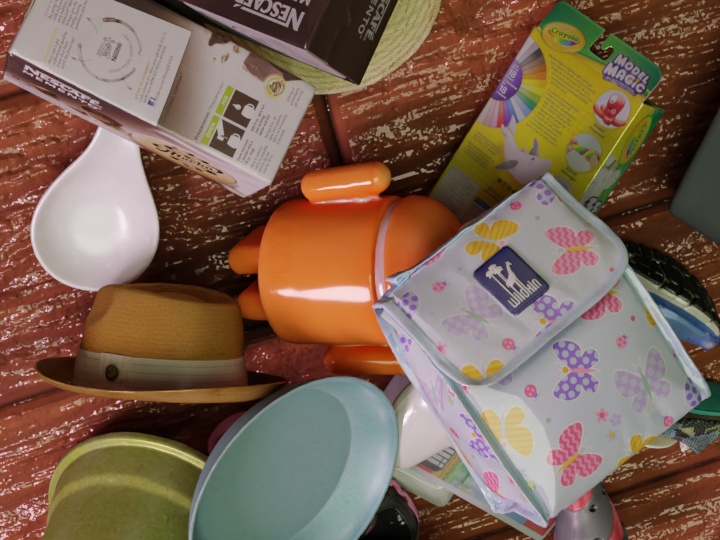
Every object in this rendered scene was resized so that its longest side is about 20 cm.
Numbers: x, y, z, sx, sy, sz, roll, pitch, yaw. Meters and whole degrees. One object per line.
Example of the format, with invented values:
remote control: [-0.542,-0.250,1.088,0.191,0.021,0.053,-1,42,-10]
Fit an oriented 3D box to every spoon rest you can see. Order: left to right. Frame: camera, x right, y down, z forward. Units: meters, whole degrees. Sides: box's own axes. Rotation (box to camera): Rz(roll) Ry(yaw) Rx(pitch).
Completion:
spoon rest: [-0.195,-0.075,1.347,0.099,0.061,0.201,10,109,-11]

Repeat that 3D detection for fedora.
fedora: [-0.151,0.053,1.347,0.199,0.201,0.082,3,92,-9]

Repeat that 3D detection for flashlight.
flashlight: [0.173,0.175,1.465,0.068,0.068,0.201,-28,123,-8]

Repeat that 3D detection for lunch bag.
lunch bag: [0.124,0.055,1.265,0.169,0.127,0.201,-34,97,-15]

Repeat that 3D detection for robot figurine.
robot figurine: [0.000,0.002,1.355,0.199,0.117,0.145,-1,72,23]

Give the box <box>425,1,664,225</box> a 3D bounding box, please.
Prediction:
box: [0.145,-0.096,1.359,0.048,0.117,0.201,4,122,-57]

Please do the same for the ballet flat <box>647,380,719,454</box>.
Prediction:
ballet flat: [0.232,0.117,1.454,0.199,0.074,0.074,17,110,-37]

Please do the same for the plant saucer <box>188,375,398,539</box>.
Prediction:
plant saucer: [-0.057,0.161,1.342,0.199,0.036,0.201,-24,131,-32]

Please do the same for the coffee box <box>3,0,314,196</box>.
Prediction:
coffee box: [-0.145,-0.134,1.243,0.199,0.113,0.080,26,82,-12]

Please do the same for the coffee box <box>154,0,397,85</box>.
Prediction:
coffee box: [-0.072,-0.220,1.221,0.080,0.199,0.113,25,91,-61]

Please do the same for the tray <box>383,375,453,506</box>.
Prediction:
tray: [0.081,0.104,1.478,0.107,0.022,0.200,28,105,-16]

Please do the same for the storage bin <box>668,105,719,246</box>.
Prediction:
storage bin: [0.340,-0.091,1.386,0.134,0.146,0.201,29,107,11]

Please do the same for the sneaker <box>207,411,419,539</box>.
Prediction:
sneaker: [-0.038,0.197,1.456,0.199,0.096,0.079,26,112,-17]

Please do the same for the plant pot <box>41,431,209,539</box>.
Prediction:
plant pot: [-0.190,0.262,1.376,0.199,0.185,0.201,11,129,14]

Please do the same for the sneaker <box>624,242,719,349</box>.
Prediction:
sneaker: [0.202,0.024,1.441,0.199,0.079,0.089,21,115,-7]

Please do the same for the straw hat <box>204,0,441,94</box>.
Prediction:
straw hat: [-0.028,-0.209,1.299,0.200,0.085,0.202,-3,113,-7]

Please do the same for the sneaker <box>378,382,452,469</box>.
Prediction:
sneaker: [0.100,0.102,1.381,0.200,0.080,0.070,-38,147,14]

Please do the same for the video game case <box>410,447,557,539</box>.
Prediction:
video game case: [0.124,0.134,1.477,0.200,0.017,0.143,32,103,-30]
